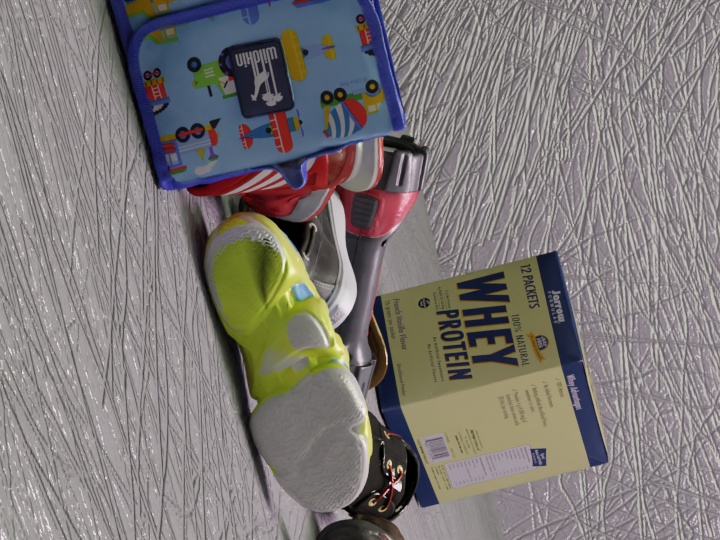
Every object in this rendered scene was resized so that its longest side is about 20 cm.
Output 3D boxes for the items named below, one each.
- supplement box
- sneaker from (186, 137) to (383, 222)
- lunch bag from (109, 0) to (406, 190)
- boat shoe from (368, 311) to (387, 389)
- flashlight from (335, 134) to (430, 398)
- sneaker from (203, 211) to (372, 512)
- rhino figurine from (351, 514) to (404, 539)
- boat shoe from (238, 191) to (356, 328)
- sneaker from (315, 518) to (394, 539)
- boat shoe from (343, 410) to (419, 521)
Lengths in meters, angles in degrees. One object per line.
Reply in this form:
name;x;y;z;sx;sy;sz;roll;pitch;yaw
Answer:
supplement box;0.127;0.111;2.408;0.200;0.198;0.135;69;9;-54
sneaker;-0.070;-0.076;1.551;0.200;0.115;0.079;155;-66;-66
lunch bag;-0.063;-0.144;1.418;0.094;0.150;0.201;-18;93;-84
boat shoe;-0.033;-0.006;1.835;0.066;0.074;0.201;-140;-143;-78
flashlight;0.000;0.000;1.768;0.068;0.067;0.201;38;-58;56
sneaker;-0.041;0.049;1.550;0.105;0.075;0.201;-87;162;-72
rhino figurine;0.021;0.261;1.730;0.088;0.059;0.201;-115;-170;-61
boat shoe;-0.054;-0.028;1.687;0.066;0.070;0.200;45;17;-30
sneaker;0.008;0.263;1.545;0.116;0.075;0.201;-35;112;-81
boat shoe;0.005;0.141;1.744;0.074;0.063;0.201;-62;169;-5
